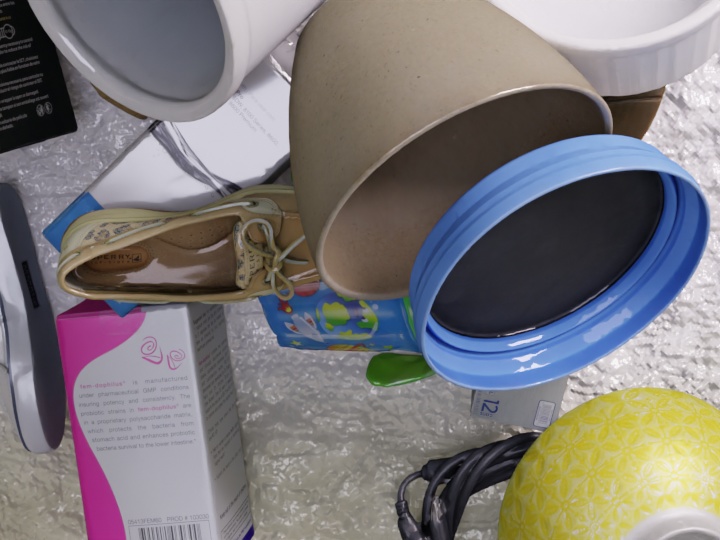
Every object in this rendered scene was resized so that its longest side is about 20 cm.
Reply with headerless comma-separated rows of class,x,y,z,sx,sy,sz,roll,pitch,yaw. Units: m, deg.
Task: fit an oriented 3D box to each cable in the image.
cable,0.122,0.216,1.308,0.162,0.051,0.201,-21,100,4

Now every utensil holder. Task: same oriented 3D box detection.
utensil holder,-0.087,-0.217,1.099,0.169,0.200,0.171,25,142,22

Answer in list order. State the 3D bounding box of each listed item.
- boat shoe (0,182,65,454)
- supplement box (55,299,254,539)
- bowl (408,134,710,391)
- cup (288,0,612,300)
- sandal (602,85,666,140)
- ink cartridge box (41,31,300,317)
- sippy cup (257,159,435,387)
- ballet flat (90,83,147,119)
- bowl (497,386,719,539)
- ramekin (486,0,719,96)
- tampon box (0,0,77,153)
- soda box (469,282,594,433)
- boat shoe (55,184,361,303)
boat shoe,-0.280,0.042,1.325,0.086,0.075,0.203,-12,96,11
supplement box,-0.148,0.116,1.302,0.100,0.103,0.201,-5,100,11
bowl,0.122,-0.004,1.112,0.200,0.200,0.039,-37,53,13
cup,0.034,-0.098,1.097,0.200,0.200,0.144,-35,62,13
sandal,0.152,-0.085,1.247,0.080,0.054,0.201,19,117,1
ink cartridge box,-0.108,-0.075,1.240,0.200,0.145,0.084,-43,93,14
sippy cup,0.000,0.000,1.244,0.129,0.140,0.179,-8,94,17
ballet flat,-0.105,-0.182,1.273,0.200,0.069,0.063,-36,121,16
bowl,0.203,0.192,1.223,0.199,0.108,0.202,-4,107,-12
ramekin,0.165,-0.213,1.161,0.199,0.098,0.202,-3,70,9
tampon box,-0.316,-0.170,1.247,0.149,0.126,0.201,-10,99,31
soda box,0.126,0.008,1.228,0.063,0.068,0.201,11,118,0
boat shoe,-0.096,-0.008,1.149,0.199,0.063,0.074,-8,112,1
